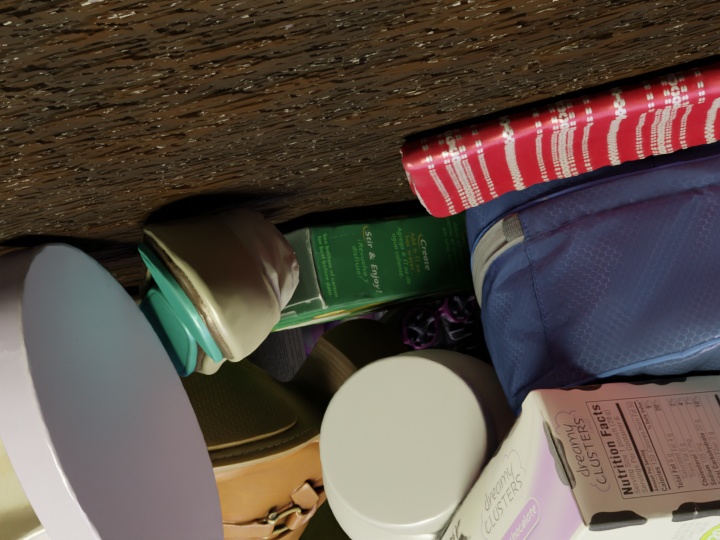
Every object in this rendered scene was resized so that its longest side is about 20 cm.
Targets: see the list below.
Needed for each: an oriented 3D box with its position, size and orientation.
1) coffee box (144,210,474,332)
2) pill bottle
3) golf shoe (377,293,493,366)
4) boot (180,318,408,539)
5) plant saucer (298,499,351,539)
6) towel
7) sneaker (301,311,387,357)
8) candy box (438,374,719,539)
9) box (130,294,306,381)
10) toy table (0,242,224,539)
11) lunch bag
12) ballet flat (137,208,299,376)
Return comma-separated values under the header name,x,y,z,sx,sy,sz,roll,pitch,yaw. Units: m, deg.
name,x,y,z,sx,sy,sz,roll,pitch,yaw
coffee box,0.000,0.000,1.094,0.123,0.044,0.199,-15,176,42
pill bottle,0.044,0.102,1.077,0.110,0.112,0.200,-15,164,11
golf shoe,0.064,0.024,1.278,0.092,0.073,0.200,3,-159,44
boot,-0.071,0.108,1.120,0.200,0.077,0.156,-24,151,-47
plant saucer,-0.078,0.155,1.234,0.199,0.031,0.200,7,-153,-3
towel,0.116,-0.059,0.867,0.199,0.023,0.145,-14,175,2
sneaker,-0.019,0.038,1.370,0.088,0.081,0.200,-8,172,10
candy box,0.145,0.121,0.974,0.199,0.072,0.168,-4,145,-24
box,-0.112,0.061,1.193,0.077,0.096,0.200,-13,175,29
toy table,-0.146,0.078,0.889,0.116,0.201,0.184,-13,-142,16
lunch bag,0.151,-0.004,0.985,0.199,0.133,0.136,-16,157,3
ballet flat,-0.059,0.003,0.901,0.069,0.070,0.200,-13,177,-11
